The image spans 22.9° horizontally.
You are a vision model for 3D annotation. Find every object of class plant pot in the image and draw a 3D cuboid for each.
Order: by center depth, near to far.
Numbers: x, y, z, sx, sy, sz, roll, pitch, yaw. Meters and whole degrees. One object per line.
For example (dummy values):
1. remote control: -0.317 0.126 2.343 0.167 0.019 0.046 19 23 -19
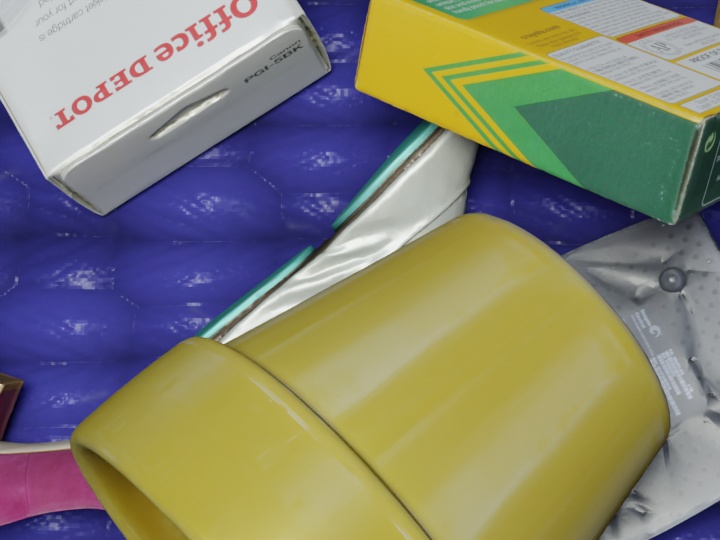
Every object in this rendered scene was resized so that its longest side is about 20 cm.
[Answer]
1. plant pot: 0.017 0.084 0.723 0.189 0.201 0.201 -40 74 -16

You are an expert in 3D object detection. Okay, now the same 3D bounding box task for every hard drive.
1. hard drive: 0.094 0.069 0.825 0.200 0.042 0.135 -27 74 3

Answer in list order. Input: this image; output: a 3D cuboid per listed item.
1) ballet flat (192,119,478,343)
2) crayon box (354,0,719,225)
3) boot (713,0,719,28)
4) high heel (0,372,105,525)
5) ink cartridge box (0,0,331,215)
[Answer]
1. ballet flat: 0.000 0.000 0.851 0.200 0.069 0.069 -44 75 1
2. crayon box: 0.090 -0.092 0.803 0.200 0.126 0.052 27 120 29
3. boot: 0.265 -0.118 0.828 0.199 0.074 0.076 4 72 13
4. high heel: -0.132 0.118 0.843 0.200 0.067 0.096 20 93 8
5. ink cartridge box: -0.128 -0.151 0.889 0.147 0.083 0.200 -32 74 2
